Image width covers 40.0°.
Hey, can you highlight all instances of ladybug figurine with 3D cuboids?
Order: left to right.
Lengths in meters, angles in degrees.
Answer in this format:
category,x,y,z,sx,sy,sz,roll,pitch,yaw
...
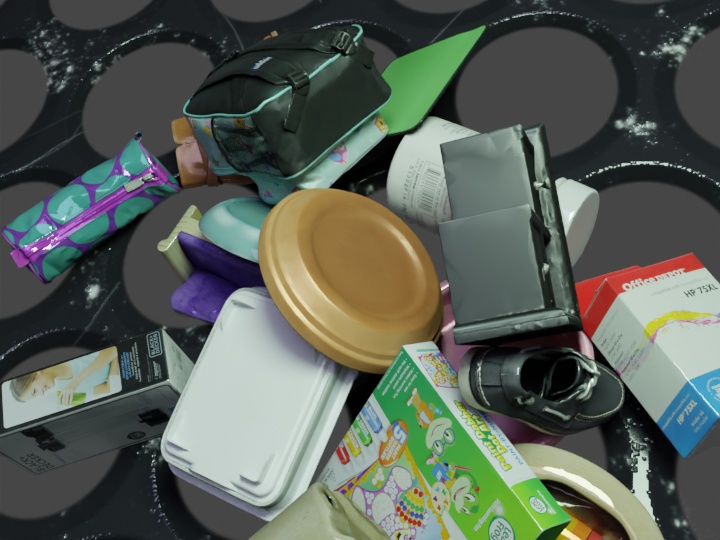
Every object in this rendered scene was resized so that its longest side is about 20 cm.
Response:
category,x,y,z,sx,sy,sz,roll,pitch,yaw
ladybug figurine,0.172,0.228,0.846,0.199,0.072,0.136,36,90,21

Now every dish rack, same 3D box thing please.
category,x,y,z,sx,sy,sz,roll,pitch,yaw
dish rack,-0.098,0.113,0.918,0.170,0.044,0.202,16,76,33

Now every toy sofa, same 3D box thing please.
category,x,y,z,sx,sy,sz,roll,pitch,yaw
toy sofa,-0.120,0.018,1.049,0.198,0.083,0.098,22,67,25

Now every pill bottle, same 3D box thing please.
category,x,y,z,sx,sy,sz,roll,pitch,yaw
pill bottle,0.136,-0.075,1.016,0.199,0.115,0.115,25,69,26

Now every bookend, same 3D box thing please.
category,x,y,z,sx,sy,sz,roll,pitch,yaw
bookend,0.124,-0.041,0.850,0.091,0.199,0.203,-11,82,15

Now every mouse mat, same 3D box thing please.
category,x,y,z,sx,sy,sz,roll,pitch,yaw
mouse mat,0.049,-0.200,1.103,0.162,0.008,0.199,-56,25,-20

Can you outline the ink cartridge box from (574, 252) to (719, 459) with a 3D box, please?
category,x,y,z,sx,sy,sz,roll,pitch,yaw
ink cartridge box,0.287,0.058,0.903,0.115,0.068,0.201,-14,53,-28

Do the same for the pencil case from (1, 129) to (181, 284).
category,x,y,z,sx,sy,sz,roll,pitch,yaw
pencil case,-0.311,-0.071,1.146,0.199,0.086,0.092,-36,16,-6

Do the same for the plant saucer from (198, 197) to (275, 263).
category,x,y,z,sx,sy,sz,roll,pitch,yaw
plant saucer,-0.066,-0.038,1.014,0.198,0.200,0.028,21,106,24

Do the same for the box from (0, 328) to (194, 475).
category,x,y,z,sx,sy,sz,roll,pitch,yaw
box,-0.268,0.136,1.001,0.198,0.117,0.061,-17,60,3

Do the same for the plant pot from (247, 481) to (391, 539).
category,x,y,z,sx,sy,sz,roll,pitch,yaw
plant pot,-0.050,0.281,0.788,0.184,0.200,0.200,-47,60,0

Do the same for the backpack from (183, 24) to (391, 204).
category,x,y,z,sx,sy,sz,roll,pitch,yaw
backpack,-0.081,-0.164,1.036,0.199,0.154,0.176,15,51,44

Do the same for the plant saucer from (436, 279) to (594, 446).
category,x,y,z,sx,sy,sz,roll,pitch,yaw
plant saucer,0.126,0.097,0.958,0.198,0.051,0.203,-7,59,12

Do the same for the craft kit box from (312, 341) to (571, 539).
category,x,y,z,sx,sy,sz,roll,pitch,yaw
craft kit box,0.057,0.202,0.848,0.198,0.048,0.201,50,125,30

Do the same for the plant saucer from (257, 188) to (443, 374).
category,x,y,z,sx,sy,sz,roll,pitch,yaw
plant saucer,0.000,0.000,0.919,0.198,0.037,0.202,21,45,-23

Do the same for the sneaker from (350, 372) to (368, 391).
category,x,y,z,sx,sy,sz,roll,pitch,yaw
sneaker,-0.067,0.117,0.970,0.200,0.075,0.082,-42,75,-8

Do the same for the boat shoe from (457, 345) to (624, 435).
category,x,y,z,sx,sy,sz,roll,pitch,yaw
boat shoe,0.170,0.100,0.834,0.062,0.199,0.074,-9,72,49

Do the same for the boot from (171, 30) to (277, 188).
category,x,y,z,sx,sy,sz,roll,pitch,yaw
boot,-0.149,-0.190,1.188,0.153,0.077,0.202,-12,68,8
